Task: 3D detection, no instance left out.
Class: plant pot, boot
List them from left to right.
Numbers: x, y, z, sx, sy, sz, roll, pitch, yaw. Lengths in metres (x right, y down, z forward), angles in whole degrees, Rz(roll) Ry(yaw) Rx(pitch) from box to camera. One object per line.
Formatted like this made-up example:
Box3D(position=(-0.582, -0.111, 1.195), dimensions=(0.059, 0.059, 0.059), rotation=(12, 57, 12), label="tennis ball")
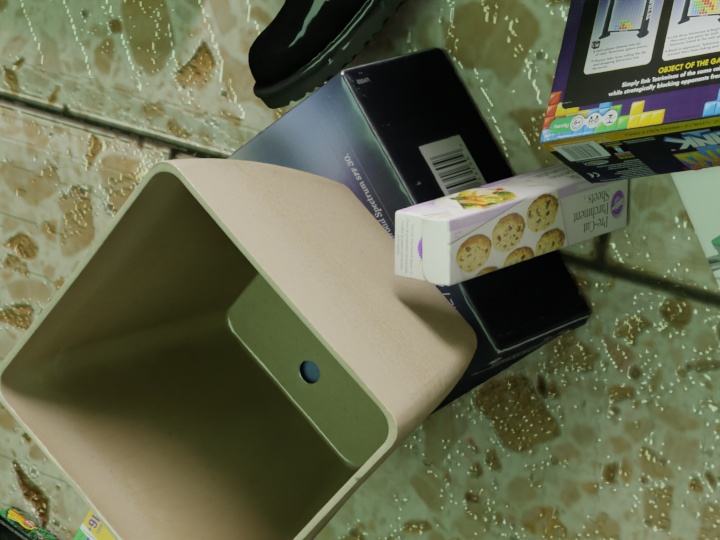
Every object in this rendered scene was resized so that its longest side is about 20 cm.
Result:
Box3D(position=(-0.051, 0.053, 1.440), dimensions=(0.200, 0.177, 0.200), rotation=(48, 123, 12), label="plant pot")
Box3D(position=(-0.036, -0.217, 1.548), dimensions=(0.158, 0.079, 0.211), rotation=(41, 113, -11), label="boot")

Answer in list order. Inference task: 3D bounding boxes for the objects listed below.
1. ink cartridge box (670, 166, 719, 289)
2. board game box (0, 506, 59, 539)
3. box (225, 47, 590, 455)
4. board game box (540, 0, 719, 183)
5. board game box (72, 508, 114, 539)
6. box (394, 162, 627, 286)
Box3D(position=(0.277, -0.016, 1.411), dimensions=(0.146, 0.084, 0.200), rotation=(-26, 86, 34), label="ink cartridge box")
Box3D(position=(-0.203, 0.268, 1.831), dimensions=(0.200, 0.023, 0.105), rotation=(32, 114, 24), label="board game box")
Box3D(position=(0.000, 0.000, 1.577), dimensions=(0.198, 0.123, 0.200), rotation=(-35, 81, 35), label="box")
Box3D(position=(0.206, -0.142, 1.383), dimensions=(0.200, 0.057, 0.166), rotation=(-6, 60, 43), label="board game box")
Box3D(position=(-0.127, 0.256, 1.745), dimensions=(0.200, 0.040, 0.153), rotation=(34, 102, 23), label="board game box")
Box3D(position=(0.091, -0.030, 1.461), dimensions=(0.039, 0.200, 0.042), rotation=(11, 106, 34), label="box")
